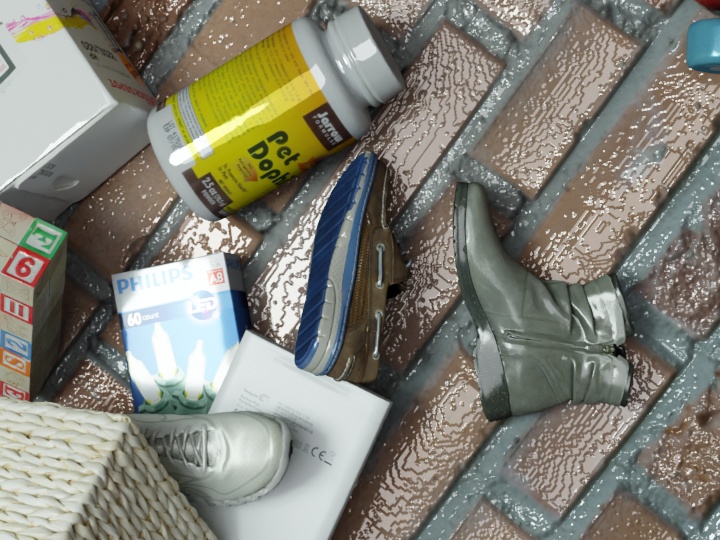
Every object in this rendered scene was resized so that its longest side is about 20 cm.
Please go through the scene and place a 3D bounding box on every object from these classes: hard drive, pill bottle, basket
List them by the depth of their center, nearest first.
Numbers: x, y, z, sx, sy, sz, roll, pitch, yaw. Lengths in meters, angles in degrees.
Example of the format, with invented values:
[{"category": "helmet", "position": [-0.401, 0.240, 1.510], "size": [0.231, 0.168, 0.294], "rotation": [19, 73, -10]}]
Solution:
[{"category": "basket", "position": [-0.236, 0.210, 1.114], "size": [0.198, 0.199, 0.162], "rotation": [5, 50, 29]}, {"category": "hard drive", "position": [-0.074, 0.167, 1.209], "size": [0.131, 0.027, 0.202], "rotation": [25, 92, 9]}, {"category": "pill bottle", "position": [-0.067, -0.131, 1.231], "size": [0.199, 0.109, 0.110], "rotation": [-30, 83, 10]}]

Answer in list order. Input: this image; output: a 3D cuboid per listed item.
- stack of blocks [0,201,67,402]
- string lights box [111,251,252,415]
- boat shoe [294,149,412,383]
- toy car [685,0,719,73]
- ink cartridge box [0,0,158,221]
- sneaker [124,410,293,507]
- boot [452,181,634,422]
[{"category": "stack of blocks", "position": [-0.305, 0.021, 1.229], "size": [0.114, 0.201, 0.059], "rotation": [24, 55, 3]}, {"category": "string lights box", "position": [-0.137, 0.093, 1.265], "size": [0.101, 0.059, 0.203], "rotation": [-12, 87, 9]}, {"category": "boat shoe", "position": [0.000, 0.000, 1.220], "size": [0.072, 0.072, 0.202], "rotation": [23, 64, -19]}, {"category": "toy car", "position": [0.319, -0.249, 1.105], "size": [0.175, 0.200, 0.187], "rotation": [4, 90, 12]}, {"category": "ink cartridge box", "position": [-0.284, -0.166, 1.260], "size": [0.144, 0.147, 0.201], "rotation": [-36, 82, 9]}, {"category": "sneaker", "position": [-0.145, 0.142, 1.169], "size": [0.198, 0.081, 0.076], "rotation": [-6, 74, 29]}, {"category": "boot", "position": [0.147, 0.018, 1.211], "size": [0.129, 0.068, 0.203], "rotation": [-11, 94, 7]}]
